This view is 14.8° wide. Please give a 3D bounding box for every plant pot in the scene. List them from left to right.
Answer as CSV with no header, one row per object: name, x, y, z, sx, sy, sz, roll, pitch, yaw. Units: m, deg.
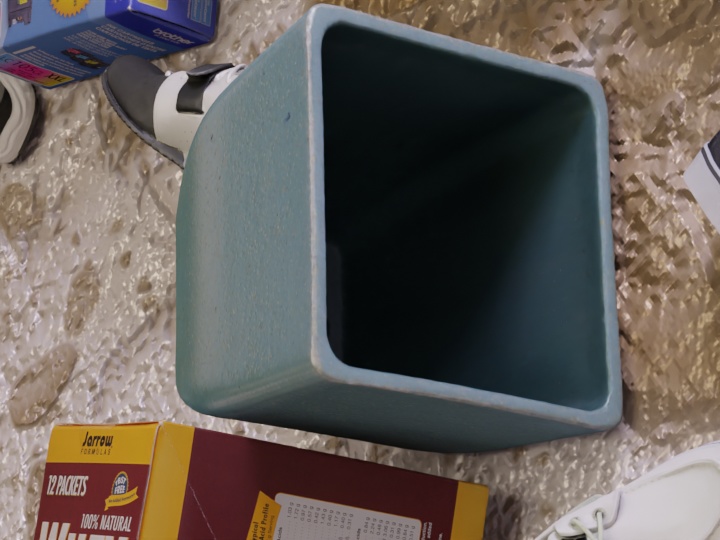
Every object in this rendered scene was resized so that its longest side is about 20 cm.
plant pot,0.000,0.000,1.481,0.200,0.195,0.198,-25,60,51

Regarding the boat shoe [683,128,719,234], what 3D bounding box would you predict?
boat shoe,0.227,-0.013,1.327,0.068,0.071,0.200,-55,38,21

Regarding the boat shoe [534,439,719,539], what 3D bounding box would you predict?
boat shoe,0.122,0.152,1.385,0.200,0.067,0.074,-45,50,28

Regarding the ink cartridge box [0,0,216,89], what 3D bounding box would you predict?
ink cartridge box,-0.159,-0.207,1.789,0.199,0.076,0.137,-10,71,43

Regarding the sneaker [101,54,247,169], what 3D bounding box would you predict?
sneaker,-0.075,-0.093,1.670,0.200,0.074,0.089,38,106,36

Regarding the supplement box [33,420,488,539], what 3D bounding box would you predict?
supplement box,-0.063,0.192,1.451,0.133,0.199,0.199,-6,73,60

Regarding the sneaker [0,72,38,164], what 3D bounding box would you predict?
sneaker,-0.295,-0.142,1.909,0.200,0.079,0.074,38,108,47
